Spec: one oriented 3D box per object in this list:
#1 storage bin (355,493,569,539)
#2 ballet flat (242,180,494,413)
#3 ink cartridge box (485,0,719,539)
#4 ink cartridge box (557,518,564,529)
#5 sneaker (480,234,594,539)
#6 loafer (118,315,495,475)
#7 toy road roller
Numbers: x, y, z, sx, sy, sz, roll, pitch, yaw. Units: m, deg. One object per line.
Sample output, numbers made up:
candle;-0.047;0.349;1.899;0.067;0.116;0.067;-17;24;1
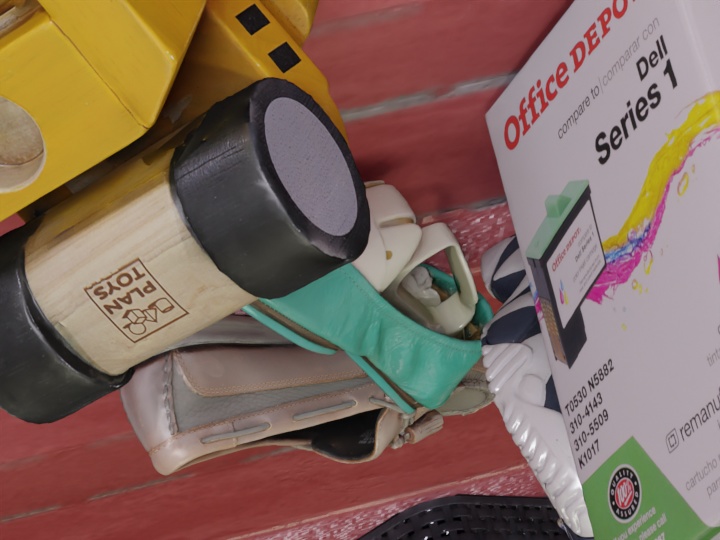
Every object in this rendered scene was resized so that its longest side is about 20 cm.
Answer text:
storage bin;0.033;0.205;1.485;0.135;0.094;0.200;6;149;-43
ballet flat;0.000;0.000;1.054;0.070;0.067;0.200;-46;152;5
ink cartridge box;0.126;-0.005;0.937;0.083;0.201;0.145;-1;153;-25
ink cartridge box;0.224;0.096;1.433;0.199;0.041;0.199;-26;155;22
sneaker;0.119;0.024;1.046;0.129;0.080;0.199;-26;-163;11
loafer;-0.019;0.060;1.157;0.199;0.063;0.072;4;150;-40
toy road roller;-0.087;-0.068;0.790;0.122;0.146;0.200;-28;117;27
